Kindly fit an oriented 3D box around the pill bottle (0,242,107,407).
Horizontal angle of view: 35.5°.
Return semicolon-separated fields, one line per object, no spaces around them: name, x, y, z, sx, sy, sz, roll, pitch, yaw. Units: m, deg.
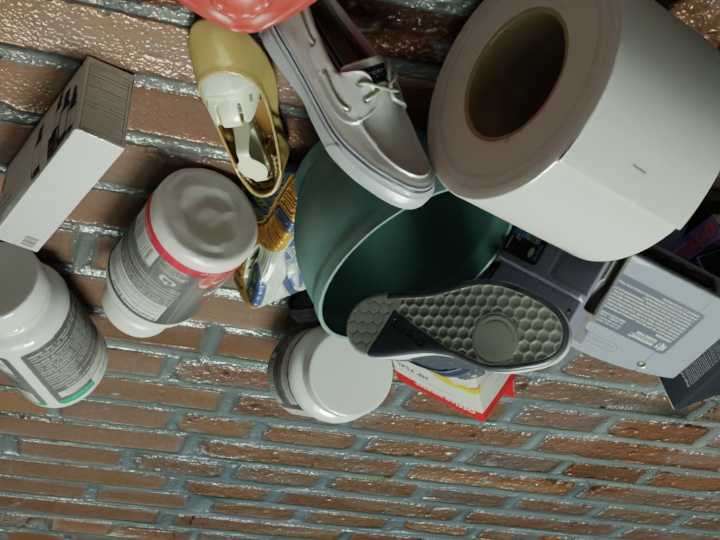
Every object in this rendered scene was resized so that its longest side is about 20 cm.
pill bottle;-0.363;0.062;1.243;0.112;0.114;0.200;-4;149;6

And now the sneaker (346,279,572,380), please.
sneaker;0.110;0.056;0.978;0.201;0.078;0.146;2;171;34

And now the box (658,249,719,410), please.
box;0.407;0.051;1.196;0.147;0.108;0.200;-17;158;-14

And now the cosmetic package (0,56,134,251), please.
cosmetic package;-0.274;-0.101;1.022;0.050;0.083;0.200;22;142;-28

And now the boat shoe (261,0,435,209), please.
boat shoe;-0.005;-0.140;0.874;0.073;0.200;0.067;-30;167;-45

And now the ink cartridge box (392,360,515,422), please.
ink cartridge box;0.093;0.083;1.177;0.116;0.067;0.201;25;153;29

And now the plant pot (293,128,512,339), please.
plant pot;0.020;-0.053;1.015;0.199;0.135;0.201;-25;150;-15

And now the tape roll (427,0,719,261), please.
tape roll;0.167;-0.124;0.874;0.139;0.204;0.202;23;142;-33

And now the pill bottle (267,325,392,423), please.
pill bottle;-0.036;0.117;1.287;0.112;0.114;0.200;9;173;-15

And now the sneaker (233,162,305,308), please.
sneaker;-0.070;-0.043;1.150;0.088;0.076;0.200;-14;152;-29

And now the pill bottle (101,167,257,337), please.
pill bottle;-0.193;-0.009;1.145;0.110;0.112;0.200;16;145;-26

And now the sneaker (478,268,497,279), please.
sneaker;0.130;0.053;1.300;0.199;0.073;0.114;-2;154;23

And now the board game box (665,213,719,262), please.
board game box;0.345;-0.001;1.197;0.119;0.033;0.200;-3;152;-35

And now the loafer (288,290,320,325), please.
loafer;0.000;0.000;1.211;0.199;0.068;0.070;-23;135;24

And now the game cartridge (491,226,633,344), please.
game cartridge;0.195;-0.048;0.976;0.038;0.201;0.129;28;-177;-36

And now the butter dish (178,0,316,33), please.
butter dish;-0.077;-0.232;0.744;0.199;0.149;0.199;-24;142;35

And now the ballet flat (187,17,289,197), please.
ballet flat;-0.101;-0.136;0.983;0.068;0.063;0.200;-5;148;12

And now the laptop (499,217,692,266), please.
laptop;0.236;-0.014;1.135;0.198;0.117;0.188;5;150;3

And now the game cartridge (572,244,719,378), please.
game cartridge;0.250;0.029;1.078;0.199;0.042;0.133;25;135;-15
